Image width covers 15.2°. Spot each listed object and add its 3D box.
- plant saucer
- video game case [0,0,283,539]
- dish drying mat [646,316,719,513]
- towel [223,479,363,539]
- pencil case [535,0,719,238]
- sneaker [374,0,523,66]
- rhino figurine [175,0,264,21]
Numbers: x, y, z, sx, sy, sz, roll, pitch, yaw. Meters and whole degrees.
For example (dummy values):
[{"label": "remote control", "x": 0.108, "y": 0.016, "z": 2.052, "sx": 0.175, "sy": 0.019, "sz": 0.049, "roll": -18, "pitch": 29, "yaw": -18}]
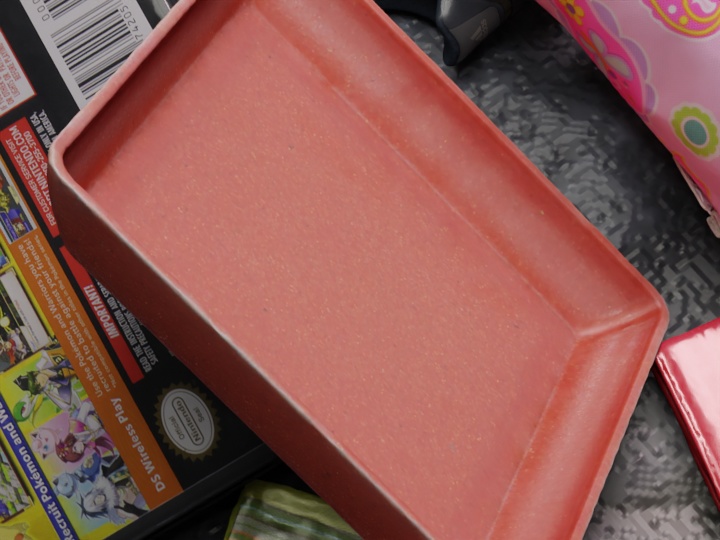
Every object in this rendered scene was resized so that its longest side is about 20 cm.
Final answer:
[{"label": "plant saucer", "x": 0.000, "y": 0.000, "z": 0.849, "sx": 0.200, "sy": 0.037, "sz": 0.200, "roll": 45, "pitch": 32, "yaw": -8}, {"label": "video game case", "x": -0.114, "y": 0.000, "z": 0.905, "sx": 0.180, "sy": 0.026, "sz": 0.201, "roll": -31, "pitch": 80, "yaw": 5}, {"label": "dish drying mat", "x": 0.203, "y": 0.024, "z": 0.922, "sx": 0.199, "sy": 0.018, "sz": 0.077, "roll": -21, "pitch": 62, "yaw": -6}, {"label": "towel", "x": -0.031, "y": 0.167, "z": 0.868, "sx": 0.086, "sy": 0.018, "sz": 0.201, "roll": 14, "pitch": 65, "yaw": 13}, {"label": "pencil case", "x": 0.105, "y": -0.091, "z": 0.921, "sx": 0.087, "sy": 0.087, "sz": 0.200, "roll": -42, "pitch": 90, "yaw": -16}, {"label": "sneaker", "x": -0.018, "y": -0.146, "z": 1.000, "sx": 0.199, "sy": 0.074, "sz": 0.081, "roll": 27, "pitch": 71, "yaw": 19}, {"label": "rhino figurine", "x": -0.061, "y": -0.079, "z": 0.947, "sx": 0.087, "sy": 0.060, "sz": 0.201, "roll": 13, "pitch": 87, "yaw": 9}]
